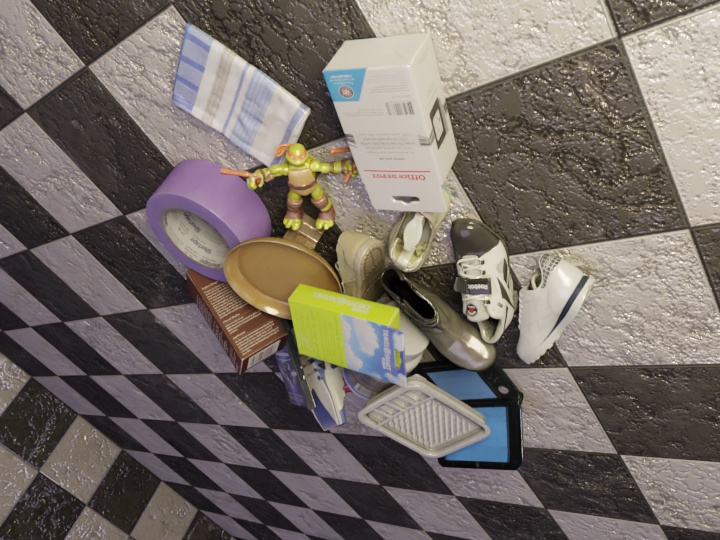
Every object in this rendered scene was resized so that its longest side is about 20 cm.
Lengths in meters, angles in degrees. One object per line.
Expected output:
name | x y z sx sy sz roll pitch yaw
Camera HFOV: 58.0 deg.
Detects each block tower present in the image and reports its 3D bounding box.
block tower | -0.117 -0.016 1.099 0.057 0.055 0.201 30 145 -1

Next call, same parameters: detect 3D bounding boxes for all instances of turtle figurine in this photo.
turtle figurine | -0.091 -0.126 0.921 0.193 0.066 0.163 -10 147 -3

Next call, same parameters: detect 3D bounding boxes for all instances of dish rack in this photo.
dish rack | 0.111 0.251 1.129 0.197 0.044 0.171 33 133 -22

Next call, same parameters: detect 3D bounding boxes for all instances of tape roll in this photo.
tape roll | -0.253 -0.081 1.090 0.195 0.086 0.203 20 144 15

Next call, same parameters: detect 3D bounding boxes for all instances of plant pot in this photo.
plant pot | -0.122 0.011 1.038 0.193 0.028 0.203 10 143 7

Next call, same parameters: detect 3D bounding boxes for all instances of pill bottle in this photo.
pill bottle | 0.044 0.138 1.124 0.112 0.115 0.201 29 145 -1

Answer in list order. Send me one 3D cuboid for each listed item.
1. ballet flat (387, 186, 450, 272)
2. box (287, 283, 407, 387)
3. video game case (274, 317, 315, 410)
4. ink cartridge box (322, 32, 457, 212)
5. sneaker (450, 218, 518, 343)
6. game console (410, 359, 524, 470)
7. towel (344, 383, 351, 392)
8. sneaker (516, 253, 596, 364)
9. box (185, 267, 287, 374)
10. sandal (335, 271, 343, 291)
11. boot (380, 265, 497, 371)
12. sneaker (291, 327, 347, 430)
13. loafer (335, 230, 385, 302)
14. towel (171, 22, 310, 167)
ballet flat | 0.071 -0.042 0.920 0.068 0.070 0.202 25 145 5
box | -0.012 0.099 1.002 0.195 0.048 0.125 13 132 24
video game case | -0.142 0.161 1.241 0.142 0.019 0.206 -15 94 69
ink cartridge box | 0.045 -0.169 0.778 0.113 0.068 0.203 6 139 29
sneaker | 0.171 0.020 0.910 0.072 0.090 0.202 -1 134 37
game console | 0.185 0.257 1.168 0.197 0.120 0.171 -15 127 45
towel | -0.083 0.191 1.364 0.200 0.023 0.143 44 141 -23
sneaker | 0.257 0.055 0.917 0.079 0.077 0.203 33 142 14
box | -0.227 0.073 1.177 0.202 0.098 0.075 55 151 16
sandal | -0.075 0.058 1.136 0.200 0.074 0.049 -37 66 52
boot | 0.111 0.077 0.958 0.199 0.068 0.130 39 -178 17
sneaker | -0.049 0.188 1.236 0.080 0.113 0.205 -28 79 51
loafer | 0.000 0.000 1.022 0.068 0.075 0.202 42 156 22
towel | -0.169 -0.229 0.898 0.197 0.024 0.147 34 144 -6
